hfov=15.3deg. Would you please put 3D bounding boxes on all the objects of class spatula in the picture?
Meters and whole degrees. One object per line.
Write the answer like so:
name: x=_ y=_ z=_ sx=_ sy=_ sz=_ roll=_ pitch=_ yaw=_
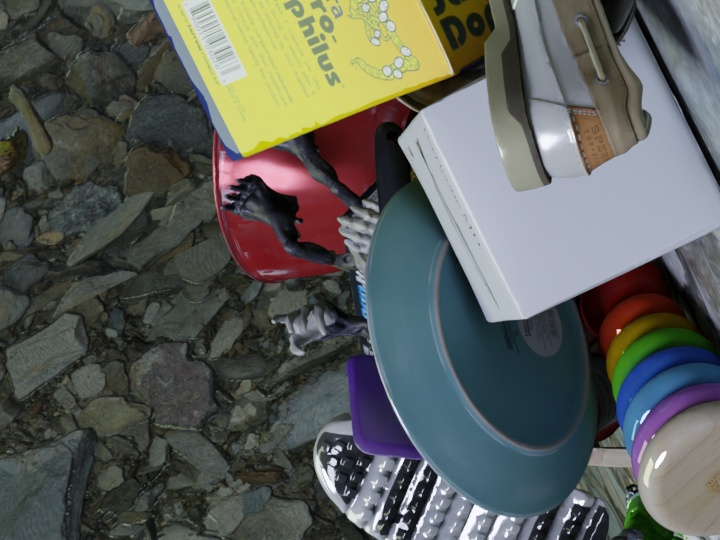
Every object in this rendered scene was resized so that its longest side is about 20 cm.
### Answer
spatula: x=0.019 y=0.009 z=1.478 sx=0.021 sy=0.056 sz=0.200 roll=142 pitch=132 yaw=-59

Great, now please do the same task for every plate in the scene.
plate: x=0.077 y=0.038 z=1.494 sx=0.200 sy=0.026 sz=0.200 roll=26 pitch=-126 yaw=-41

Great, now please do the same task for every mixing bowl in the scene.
mixing bowl: x=-0.002 y=-0.082 z=1.752 sx=0.200 sy=0.108 sz=0.200 roll=-31 pitch=-54 yaw=-57

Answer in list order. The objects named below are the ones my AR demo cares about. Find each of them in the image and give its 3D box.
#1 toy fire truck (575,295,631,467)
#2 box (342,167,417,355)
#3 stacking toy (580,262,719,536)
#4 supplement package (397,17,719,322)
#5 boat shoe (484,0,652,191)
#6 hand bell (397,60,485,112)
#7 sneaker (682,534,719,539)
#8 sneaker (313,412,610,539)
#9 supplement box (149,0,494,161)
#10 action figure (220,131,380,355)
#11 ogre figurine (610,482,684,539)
toy fire truck: x=0.147 y=0.074 z=1.649 sx=0.200 sy=0.129 sz=0.176 roll=49 pitch=-150 yaw=14
box: x=0.060 y=-0.013 z=1.729 sx=0.046 sy=0.159 sz=0.200 roll=28 pitch=149 yaw=26
stacking toy: x=0.170 y=0.061 z=1.525 sx=0.200 sy=0.085 sz=0.085 roll=-113 pitch=-1 yaw=-55
supplement package: x=0.098 y=-0.049 z=1.369 sx=0.117 sy=0.117 sz=0.200 roll=64 pitch=177 yaw=1
boat shoe: x=0.094 y=-0.125 z=1.240 sx=0.075 sy=0.068 sz=0.200 roll=60 pitch=-158 yaw=-54
hand bell: x=0.059 y=-0.165 z=1.622 sx=0.200 sy=0.104 sz=0.104 roll=-83 pitch=-31 yaw=-72
sneaker: x=0.223 y=0.169 z=1.568 sx=0.116 sy=0.074 sz=0.200 roll=58 pitch=176 yaw=33
sneaker: x=0.053 y=0.129 z=1.628 sx=0.200 sy=0.075 sz=0.081 roll=22 pitch=-165 yaw=-27
supplement box: x=-0.001 y=-0.147 z=1.437 sx=0.200 sy=0.109 sz=0.110 roll=-18 pitch=102 yaw=51
action figure: x=0.000 y=0.000 z=1.566 sx=0.200 sy=0.119 sz=0.102 roll=43 pitch=-154 yaw=23
ogre figurine: x=0.220 y=0.218 z=1.717 sx=0.120 sy=0.098 sz=0.200 roll=-12 pitch=-93 yaw=-56
